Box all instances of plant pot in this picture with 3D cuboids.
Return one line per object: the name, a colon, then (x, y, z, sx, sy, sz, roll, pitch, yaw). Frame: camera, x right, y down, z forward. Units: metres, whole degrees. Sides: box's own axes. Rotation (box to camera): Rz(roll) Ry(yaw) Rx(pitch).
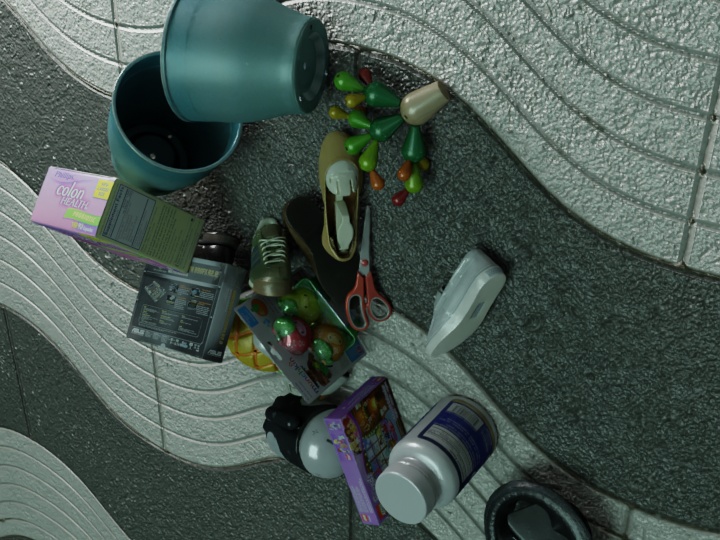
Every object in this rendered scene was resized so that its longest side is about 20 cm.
plant pot: (-0.151, -0.300, 1.352, 0.187, 0.200, 0.201, 10, 121, 16)
plant pot: (-0.310, -0.214, 1.517, 0.200, 0.200, 0.188, 54, 150, 0)

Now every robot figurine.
robot figurine: (-0.084, 0.279, 1.648, 0.200, 0.150, 0.126, 16, 116, 51)

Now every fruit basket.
fruit basket: (-0.084, 0.093, 1.506, 0.094, 0.200, 0.186, -40, 86, 29)

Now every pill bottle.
pill bottle: (0.113, 0.291, 1.457, 0.119, 0.200, 0.120, 19, 125, 30)

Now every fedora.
fedora: (0.286, 0.402, 1.450, 0.200, 0.091, 0.202, 10, 106, 36)

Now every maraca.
maraca: (-0.149, 0.123, 1.642, 0.200, 0.107, 0.137, 34, 124, -8)

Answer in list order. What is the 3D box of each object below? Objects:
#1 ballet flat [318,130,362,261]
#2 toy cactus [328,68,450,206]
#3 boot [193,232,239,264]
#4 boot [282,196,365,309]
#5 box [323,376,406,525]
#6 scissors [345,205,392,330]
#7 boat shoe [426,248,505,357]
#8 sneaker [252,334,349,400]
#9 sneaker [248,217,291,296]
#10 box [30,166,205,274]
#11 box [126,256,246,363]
ballet flat: (-0.025, -0.107, 1.426, 0.063, 0.068, 0.201, -119, 24, -61)
toy cactus: (0.052, -0.203, 1.319, 0.165, 0.102, 0.201, -29, 93, 25)
boot: (-0.291, 0.027, 1.656, 0.199, 0.069, 0.175, -8, 68, 39)
boot: (-0.060, -0.028, 1.524, 0.201, 0.073, 0.075, 59, 164, -10)
box: (0.024, 0.296, 1.576, 0.039, 0.137, 0.201, -6, 111, 40)
scissors: (0.000, 0.000, 1.486, 0.073, 0.014, 0.201, -11, 112, 2)
boat shoe: (0.140, 0.048, 1.396, 0.069, 0.072, 0.200, 57, 145, 28)
sneaker: (-0.112, 0.165, 1.576, 0.200, 0.073, 0.085, 33, 109, -35)
sneaker: (-0.145, -0.028, 1.514, 0.067, 0.200, 0.090, 0, 106, -8)
box: (-0.389, -0.080, 1.542, 0.175, 0.200, 0.097, 13, 81, 37)
box: (-0.292, 0.056, 1.585, 0.199, 0.048, 0.159, 9, 81, 38)
